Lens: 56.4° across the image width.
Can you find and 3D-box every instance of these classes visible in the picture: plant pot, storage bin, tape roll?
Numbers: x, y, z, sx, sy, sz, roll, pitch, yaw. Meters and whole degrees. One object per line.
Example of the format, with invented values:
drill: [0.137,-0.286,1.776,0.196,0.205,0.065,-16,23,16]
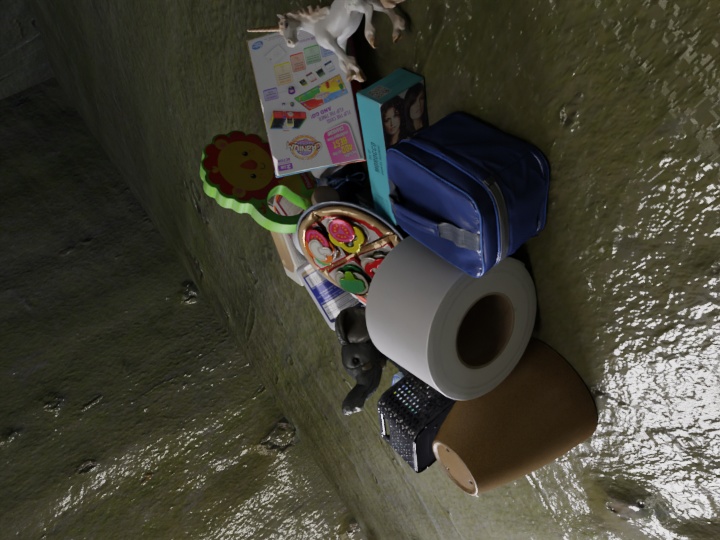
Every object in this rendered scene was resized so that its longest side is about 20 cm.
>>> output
plant pot: [0.208,0.229,0.983,0.186,0.199,0.187,44,155,26]
storage bin: [0.134,0.222,1.124,0.094,0.199,0.136,40,152,36]
tape roll: [0.125,0.058,0.927,0.139,0.202,0.204,29,145,51]

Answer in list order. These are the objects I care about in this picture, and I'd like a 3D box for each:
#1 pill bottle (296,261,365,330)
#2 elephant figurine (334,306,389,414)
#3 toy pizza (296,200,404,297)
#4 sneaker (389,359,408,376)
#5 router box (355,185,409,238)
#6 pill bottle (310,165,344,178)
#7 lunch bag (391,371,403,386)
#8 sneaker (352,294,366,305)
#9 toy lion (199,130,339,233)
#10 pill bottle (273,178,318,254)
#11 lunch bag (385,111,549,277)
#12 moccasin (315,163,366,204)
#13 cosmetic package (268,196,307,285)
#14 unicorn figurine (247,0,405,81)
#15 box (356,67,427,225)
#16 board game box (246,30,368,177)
pill bottle: [-0.031,0.052,1.357,0.201,0.119,0.120,59,158,-4]
elephant figurine: [0.019,0.117,1.108,0.143,0.199,0.155,62,171,-7]
toy pizza: [-0.013,-0.023,1.041,0.198,0.032,0.201,17,141,14]
sneaker: [0.090,0.159,1.234,0.087,0.076,0.202,-6,104,17]
router box: [0.079,-0.044,1.074,0.200,0.051,0.150,34,149,52]
pill bottle: [-0.079,-0.257,1.055,0.201,0.112,0.112,57,158,0]
lunch bag: [0.149,0.282,1.331,0.200,0.082,0.162,43,155,32]
sneaker: [0.044,0.040,1.273,0.201,0.077,0.082,53,139,-3]
toy lion: [-0.157,-0.145,1.092,0.201,0.190,0.069,61,151,19]
pill bottle: [-0.084,-0.088,1.242,0.200,0.109,0.110,52,162,51]
lunch bag: [0.116,-0.097,0.830,0.200,0.132,0.137,36,149,41]
moccasin: [-0.044,-0.171,1.140,0.201,0.080,0.068,58,157,-4]
cosmetic package: [-0.128,-0.082,1.405,0.071,0.105,0.202,30,144,48]
unicorn figurine: [-0.028,-0.318,0.874,0.199,0.074,0.138,-36,81,26]
box: [0.053,-0.168,0.937,0.049,0.082,0.201,35,150,38]
board game box: [-0.072,-0.247,0.969,0.151,0.040,0.202,-6,102,23]
